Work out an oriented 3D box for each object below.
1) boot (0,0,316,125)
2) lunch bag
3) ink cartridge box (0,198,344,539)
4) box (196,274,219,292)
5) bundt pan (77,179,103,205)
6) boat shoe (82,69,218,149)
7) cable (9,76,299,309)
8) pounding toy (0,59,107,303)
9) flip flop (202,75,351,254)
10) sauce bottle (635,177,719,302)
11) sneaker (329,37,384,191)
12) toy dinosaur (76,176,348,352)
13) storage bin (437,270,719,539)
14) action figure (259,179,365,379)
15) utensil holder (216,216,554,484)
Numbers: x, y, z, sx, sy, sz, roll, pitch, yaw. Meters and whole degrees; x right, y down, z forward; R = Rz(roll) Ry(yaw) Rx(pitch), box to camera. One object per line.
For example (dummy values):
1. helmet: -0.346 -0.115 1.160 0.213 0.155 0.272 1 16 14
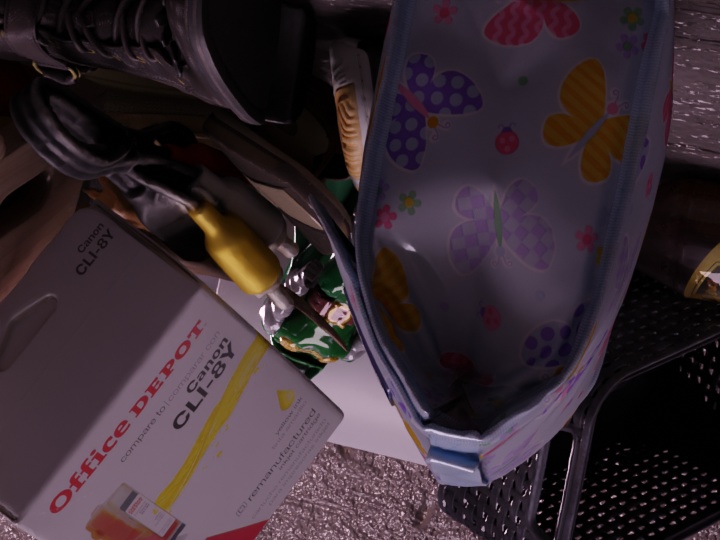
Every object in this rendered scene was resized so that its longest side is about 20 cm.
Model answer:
1. boot: -0.116 -0.105 1.148 0.173 0.070 0.200 10 174 8
2. lunch bag: 0.050 -0.019 1.038 0.126 0.201 0.170 10 173 8
3. ink cartridge box: -0.110 0.076 1.309 0.083 0.145 0.200 35 174 29
4. box: -0.140 0.017 1.759 0.041 0.157 0.200 13 173 -21
5. bundt pan: -0.222 -0.069 1.547 0.201 0.076 0.202 10 173 1
6. boat shoe: -0.099 -0.071 1.395 0.200 0.063 0.073 14 172 -20
7. cable: -0.092 -0.054 1.206 0.050 0.097 0.200 -28 146 13
8. pounding toy: -0.218 -0.056 1.225 0.183 0.143 0.200 23 -156 11
9. flip flop: -0.028 -0.065 1.265 0.081 0.058 0.200 46 -170 -11
10. sauce bottle: 0.194 -0.013 1.381 0.199 0.066 0.066 9 172 15
11. sneaker: 0.046 -0.068 1.240 0.087 0.076 0.200 -9 168 16
12. toy dinosaur: -0.106 -0.013 1.418 0.199 0.061 0.106 15 180 36
13. storage bin: 0.146 0.070 1.427 0.094 0.136 0.199 30 -145 35
14. action figure: 0.000 0.000 1.421 0.118 0.055 0.200 22 133 -15
15. utensil holder: 0.030 0.028 1.555 0.199 0.171 0.170 12 173 13
